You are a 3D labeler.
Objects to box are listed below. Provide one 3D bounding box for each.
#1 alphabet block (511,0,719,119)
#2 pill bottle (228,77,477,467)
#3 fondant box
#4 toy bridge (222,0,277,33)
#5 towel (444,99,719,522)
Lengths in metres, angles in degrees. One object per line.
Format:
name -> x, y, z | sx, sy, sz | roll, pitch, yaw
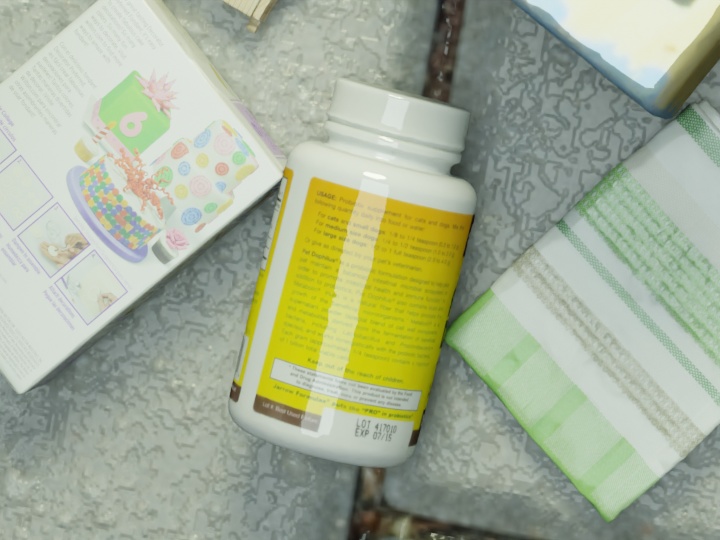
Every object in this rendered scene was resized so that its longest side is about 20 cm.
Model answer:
alphabet block -> 0.149, -0.215, 1.388 | 0.195, 0.196, 0.200 | 40, 97, 3
pill bottle -> 0.000, 0.000, 1.464 | 0.109, 0.109, 0.201 | 15, 95, 7
fondant box -> -0.158, -0.048, 1.511 | 0.200, 0.058, 0.145 | -39, 87, 9
toy bridge -> -0.013, -0.222, 1.496 | 0.067, 0.027, 0.201 | 30, 97, 5
towel -> 0.165, 0.023, 1.486 | 0.200, 0.031, 0.149 | -42, 84, 10
